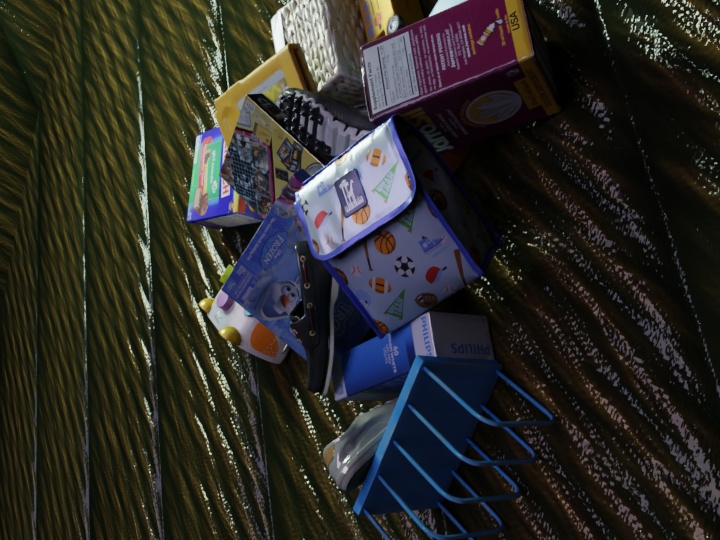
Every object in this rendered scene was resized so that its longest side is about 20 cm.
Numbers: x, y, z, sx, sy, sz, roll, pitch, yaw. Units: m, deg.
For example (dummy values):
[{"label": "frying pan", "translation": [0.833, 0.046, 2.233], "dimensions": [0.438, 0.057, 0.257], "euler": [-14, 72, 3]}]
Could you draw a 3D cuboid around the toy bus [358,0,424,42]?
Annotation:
[{"label": "toy bus", "translation": [0.042, -0.380, 1.227], "dimensions": [0.078, 0.064, 0.204], "euler": [-38, 53, 42]}]

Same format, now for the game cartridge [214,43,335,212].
[{"label": "game cartridge", "translation": [-0.125, -0.199, 1.224], "dimensions": [0.198, 0.032, 0.180], "euler": [-22, 89, 43]}]

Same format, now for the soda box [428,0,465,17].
[{"label": "soda box", "translation": [0.107, -0.277, 1.118], "dimensions": [0.202, 0.063, 0.068], "euler": [-58, 42, 29]}]

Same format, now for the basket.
[{"label": "basket", "translation": [-0.038, -0.316, 1.265], "dimensions": [0.123, 0.133, 0.204], "euler": [-36, 56, 41]}]

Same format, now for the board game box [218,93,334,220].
[{"label": "board game box", "translation": [-0.107, -0.131, 1.183], "dimensions": [0.200, 0.034, 0.137], "euler": [44, 125, 23]}]

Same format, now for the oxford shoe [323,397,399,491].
[{"label": "oxford shoe", "translation": [0.029, 0.185, 1.018], "dimensions": [0.057, 0.198, 0.076], "euler": [36, 135, 25]}]

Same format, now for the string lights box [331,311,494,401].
[{"label": "string lights box", "translation": [0.061, 0.112, 1.061], "dimensions": [0.199, 0.101, 0.060], "euler": [-30, 62, 46]}]

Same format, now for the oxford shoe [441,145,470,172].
[{"label": "oxford shoe", "translation": [0.086, -0.145, 1.115], "dimensions": [0.203, 0.070, 0.073], "euler": [-65, 30, 16]}]

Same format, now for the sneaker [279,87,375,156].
[{"label": "sneaker", "translation": [-0.014, -0.188, 1.120], "dimensions": [0.197, 0.090, 0.067], "euler": [31, 134, 17]}]

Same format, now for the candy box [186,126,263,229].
[{"label": "candy box", "translation": [-0.234, -0.172, 1.547], "dimensions": [0.198, 0.076, 0.174], "euler": [-4, 79, 52]}]

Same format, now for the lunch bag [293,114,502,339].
[{"label": "lunch bag", "translation": [0.035, -0.052, 0.979], "dimensions": [0.168, 0.124, 0.202], "euler": [-32, 99, 29]}]

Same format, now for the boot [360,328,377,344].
[{"label": "boot", "translation": [0.000, 0.000, 1.189], "dimensions": [0.075, 0.073, 0.205], "euler": [21, 101, 44]}]

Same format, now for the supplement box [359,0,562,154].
[{"label": "supplement box", "translation": [0.115, -0.221, 0.981], "dimensions": [0.196, 0.130, 0.106], "euler": [-18, 66, 23]}]

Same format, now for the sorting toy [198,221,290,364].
[{"label": "sorting toy", "translation": [-0.173, 0.019, 1.409], "dimensions": [0.200, 0.105, 0.183], "euler": [39, 106, 49]}]

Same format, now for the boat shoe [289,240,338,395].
[{"label": "boat shoe", "translation": [-0.060, 0.060, 1.073], "dimensions": [0.074, 0.061, 0.207], "euler": [-116, 27, -69]}]

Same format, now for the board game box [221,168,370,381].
[{"label": "board game box", "translation": [-0.058, 0.008, 1.129], "dimensions": [0.198, 0.043, 0.202], "euler": [37, 115, 3]}]

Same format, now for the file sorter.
[{"label": "file sorter", "translation": [0.107, 0.217, 0.950], "dimensions": [0.122, 0.137, 0.204], "euler": [39, 114, 46]}]
